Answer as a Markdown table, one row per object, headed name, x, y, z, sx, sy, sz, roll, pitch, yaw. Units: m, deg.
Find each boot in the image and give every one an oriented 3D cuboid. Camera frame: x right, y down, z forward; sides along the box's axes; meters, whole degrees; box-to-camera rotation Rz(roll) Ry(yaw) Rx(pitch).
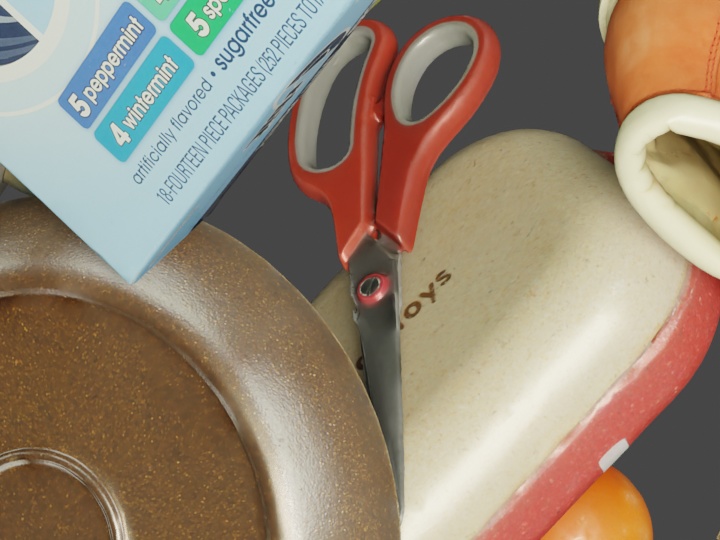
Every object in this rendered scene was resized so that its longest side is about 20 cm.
| name | x | y | z | sx | sy | sz | roll | pitch | yaw |
| --- | --- | --- | --- | --- | --- | --- | --- | --- | --- |
| boot | 0.144 | -0.008 | 0.846 | 0.200 | 0.107 | 0.075 | 39 | 121 | -20 |

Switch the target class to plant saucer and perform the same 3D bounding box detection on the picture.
| name | x | y | z | sx | sy | sz | roll | pitch | yaw |
| --- | --- | --- | --- | --- | --- | --- | --- | --- | --- |
| plant saucer | -0.086 | 0.078 | 0.815 | 0.200 | 0.032 | 0.201 | 0 | 89 | 20 |

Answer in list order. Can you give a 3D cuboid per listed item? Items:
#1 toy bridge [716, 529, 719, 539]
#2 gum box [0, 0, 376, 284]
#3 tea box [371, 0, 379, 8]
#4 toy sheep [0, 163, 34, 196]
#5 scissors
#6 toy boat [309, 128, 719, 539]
| name | x | y | z | sx | sy | sz | roll | pitch | yaw |
| --- | --- | --- | --- | --- | --- | --- | --- | --- | --- |
| toy bridge | 0.148 | 0.099 | 0.930 | 0.067 | 0.027 | 0.201 | 23 | 89 | -1 |
| gum box | -0.087 | -0.117 | 0.737 | 0.200 | 0.170 | 0.045 | 44 | 46 | 1 |
| tea box | -0.029 | -0.183 | 0.826 | 0.200 | 0.134 | 0.197 | 47 | 53 | -1 |
| toy sheep | -0.152 | -0.076 | 0.870 | 0.199 | 0.138 | 0.138 | 24 | 91 | -5 |
| scissors | 0.000 | 0.000 | 0.868 | 0.073 | 0.014 | 0.201 | -10 | 52 | 29 |
| toy boat | 0.042 | 0.063 | 0.894 | 0.200 | 0.131 | 0.131 | -47 | 121 | 0 |
